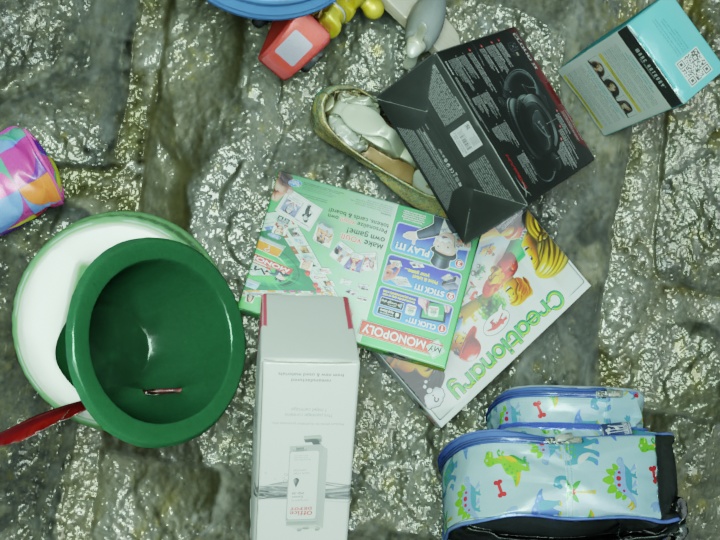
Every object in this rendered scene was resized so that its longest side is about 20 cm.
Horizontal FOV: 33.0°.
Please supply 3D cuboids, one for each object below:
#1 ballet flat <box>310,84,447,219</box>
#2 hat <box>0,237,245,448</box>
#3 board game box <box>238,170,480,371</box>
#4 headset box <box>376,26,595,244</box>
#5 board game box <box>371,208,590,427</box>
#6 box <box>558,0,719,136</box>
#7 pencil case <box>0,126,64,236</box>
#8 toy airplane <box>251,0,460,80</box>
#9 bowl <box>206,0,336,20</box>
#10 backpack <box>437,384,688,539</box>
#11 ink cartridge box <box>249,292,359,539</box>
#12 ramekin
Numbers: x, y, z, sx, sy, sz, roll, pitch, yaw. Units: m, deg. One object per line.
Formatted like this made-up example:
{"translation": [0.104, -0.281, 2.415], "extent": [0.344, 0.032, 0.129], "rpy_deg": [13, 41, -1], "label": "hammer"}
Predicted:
{"translation": [0.040, -0.108, 1.116], "extent": [0.199, 0.071, 0.071], "rpy_deg": [32, 84, 4], "label": "ballet flat"}
{"translation": [-0.223, 0.071, 1.014], "extent": [0.198, 0.175, 0.168], "rpy_deg": [-7, 86, -45], "label": "hat"}
{"translation": [0.000, 0.000, 1.116], "extent": [0.197, 0.029, 0.136], "rpy_deg": [16, 80, 4], "label": "board game box"}
{"translation": [0.121, -0.128, 1.091], "extent": [0.077, 0.200, 0.150], "rpy_deg": [-32, 90, 33], "label": "headset box"}
{"translation": [0.105, 0.034, 1.152], "extent": [0.200, 0.035, 0.126], "rpy_deg": [-43, 93, -7], "label": "board game box"}
{"translation": [0.247, -0.181, 1.097], "extent": [0.049, 0.200, 0.083], "rpy_deg": [-38, 94, -7], "label": "box"}
{"translation": [-0.360, -0.053, 1.065], "extent": [0.198, 0.088, 0.089], "rpy_deg": [-28, 92, -10], "label": "pencil case"}
{"translation": [-0.002, -0.278, 1.092], "extent": [0.197, 0.141, 0.202], "rpy_deg": [-7, 97, -21], "label": "toy airplane"}
{"translation": [-0.073, -0.308, 0.990], "extent": [0.197, 0.039, 0.204], "rpy_deg": [0, 89, -9], "label": "bowl"}
{"translation": [0.168, 0.187, 1.090], "extent": [0.197, 0.184, 0.149], "rpy_deg": [0, 65, -5], "label": "backpack"}
{"translation": [-0.051, 0.139, 1.042], "extent": [0.081, 0.147, 0.203], "rpy_deg": [2, 110, -6], "label": "ink cartridge box"}
{"translation": [-0.212, 0.045, 1.074], "extent": [0.197, 0.098, 0.203], "rpy_deg": [0, 88, -8], "label": "ramekin"}
